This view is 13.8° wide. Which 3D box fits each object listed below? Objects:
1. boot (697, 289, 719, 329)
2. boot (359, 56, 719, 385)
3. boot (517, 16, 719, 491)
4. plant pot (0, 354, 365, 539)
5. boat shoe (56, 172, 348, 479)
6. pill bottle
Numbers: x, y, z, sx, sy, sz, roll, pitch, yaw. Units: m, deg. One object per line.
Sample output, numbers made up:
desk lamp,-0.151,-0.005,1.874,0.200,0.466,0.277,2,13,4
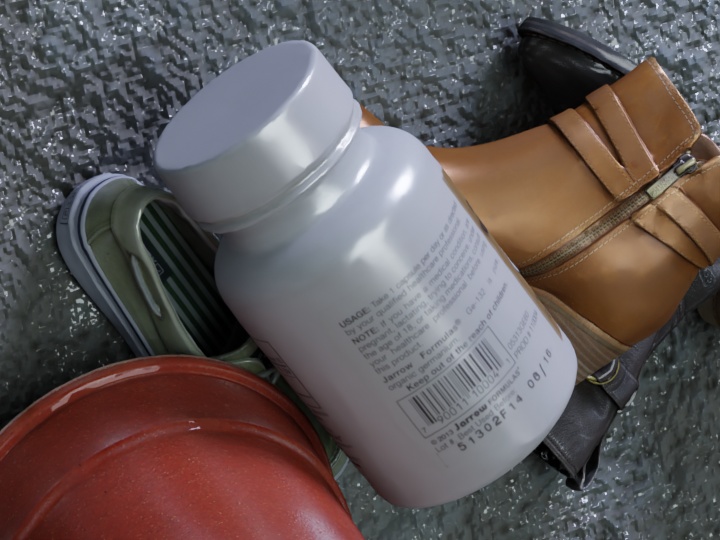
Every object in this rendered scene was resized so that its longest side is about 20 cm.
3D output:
boot,0.289,-0.015,1.561,0.200,0.166,0.072,-38,115,-25
boot,0.083,-0.048,1.423,0.155,0.077,0.200,-43,97,9
boot,0.101,-0.007,1.499,0.174,0.069,0.200,-46,111,-12
plant pot,-0.062,0.168,1.297,0.200,0.195,0.201,-11,117,-22
boat shoe,-0.065,0.036,1.390,0.072,0.062,0.200,-52,120,-18
pill bottle,0.000,0.000,1.336,0.114,0.114,0.200,-47,115,-21
